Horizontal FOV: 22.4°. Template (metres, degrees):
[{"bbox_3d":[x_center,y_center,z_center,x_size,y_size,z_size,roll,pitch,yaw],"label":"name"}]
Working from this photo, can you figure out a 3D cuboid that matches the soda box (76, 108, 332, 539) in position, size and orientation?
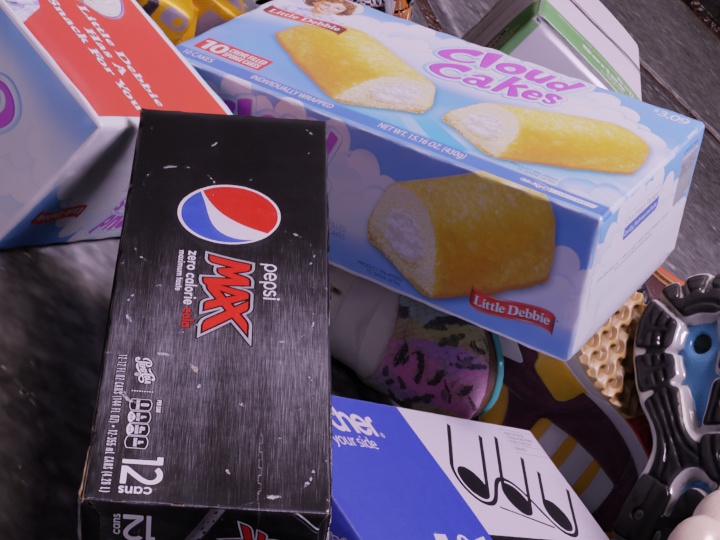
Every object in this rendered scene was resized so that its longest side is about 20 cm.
[{"bbox_3d":[-0.045,0.028,0.574,0.071,0.063,0.200,4,37,-4],"label":"soda box"}]

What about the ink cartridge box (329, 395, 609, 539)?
[{"bbox_3d":[0.029,0.099,0.681,0.200,0.044,0.094,15,33,-56],"label":"ink cartridge box"}]

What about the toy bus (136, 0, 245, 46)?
[{"bbox_3d":[-0.103,-0.139,0.869,0.078,0.065,0.200,36,20,-30],"label":"toy bus"}]

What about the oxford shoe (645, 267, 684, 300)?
[{"bbox_3d":[0.172,0.039,1.105,0.200,0.071,0.073,43,47,-16],"label":"oxford shoe"}]

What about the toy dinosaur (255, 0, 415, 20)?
[{"bbox_3d":[-0.013,-0.122,0.931,0.102,0.200,0.136,0,64,-23],"label":"toy dinosaur"}]

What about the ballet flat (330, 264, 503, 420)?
[{"bbox_3d":[0.000,0.000,0.813,0.071,0.069,0.200,14,27,-25],"label":"ballet flat"}]

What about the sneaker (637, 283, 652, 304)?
[{"bbox_3d":[0.129,0.030,0.928,0.200,0.079,0.075,23,7,-32],"label":"sneaker"}]

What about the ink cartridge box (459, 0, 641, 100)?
[{"bbox_3d":[0.079,-0.084,1.009,0.084,0.146,0.200,44,19,-7],"label":"ink cartridge box"}]

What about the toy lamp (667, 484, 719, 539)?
[{"bbox_3d":[0.106,0.118,0.657,0.058,0.058,0.200,47,54,5],"label":"toy lamp"}]

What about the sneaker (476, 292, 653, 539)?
[{"bbox_3d":[0.108,0.074,0.859,0.075,0.090,0.200,-51,126,-38],"label":"sneaker"}]

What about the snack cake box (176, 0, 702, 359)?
[{"bbox_3d":[0.027,-0.048,0.764,0.200,0.067,0.115,22,33,21],"label":"snack cake box"}]

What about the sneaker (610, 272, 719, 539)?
[{"bbox_3d":[0.162,0.105,0.788,0.090,0.078,0.200,39,57,-48],"label":"sneaker"}]

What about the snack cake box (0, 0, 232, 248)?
[{"bbox_3d":[-0.150,-0.105,0.696,0.200,0.067,0.115,50,17,12],"label":"snack cake box"}]
